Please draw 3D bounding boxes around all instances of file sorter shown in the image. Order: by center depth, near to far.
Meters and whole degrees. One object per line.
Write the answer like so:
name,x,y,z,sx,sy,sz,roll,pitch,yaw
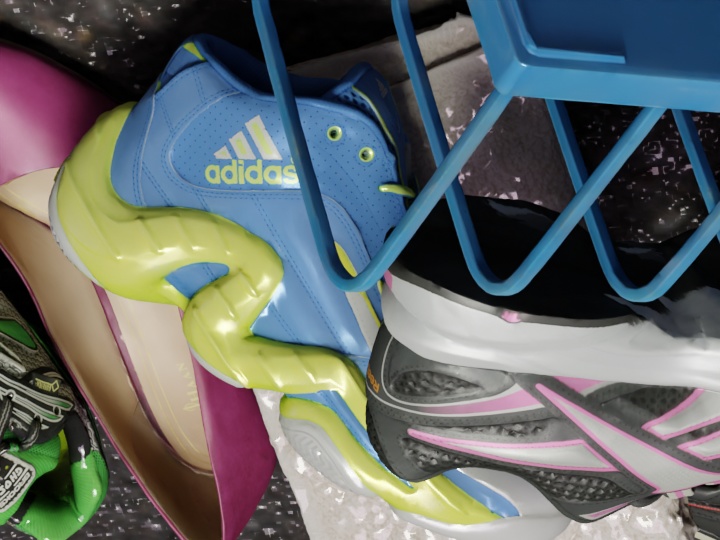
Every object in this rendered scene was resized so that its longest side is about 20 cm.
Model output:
file sorter,0.086,-0.070,0.800,0.199,0.139,0.123,2,145,-28

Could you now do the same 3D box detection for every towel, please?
towel,0.025,0.019,0.952,0.132,0.034,0.201,-15,104,21

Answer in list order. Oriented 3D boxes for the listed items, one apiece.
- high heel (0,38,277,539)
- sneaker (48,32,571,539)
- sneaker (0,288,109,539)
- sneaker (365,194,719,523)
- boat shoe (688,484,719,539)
high heel,-0.089,0.008,0.965,0.067,0.096,0.200,-25,128,28
sneaker,0.000,0.000,0.895,0.200,0.076,0.105,34,110,1
sneaker,-0.138,0.034,0.953,0.078,0.085,0.200,-41,151,6
sneaker,0.091,0.036,0.863,0.199,0.080,0.087,12,123,-13
boat shoe,0.140,0.060,1.003,0.200,0.074,0.063,13,157,-2
